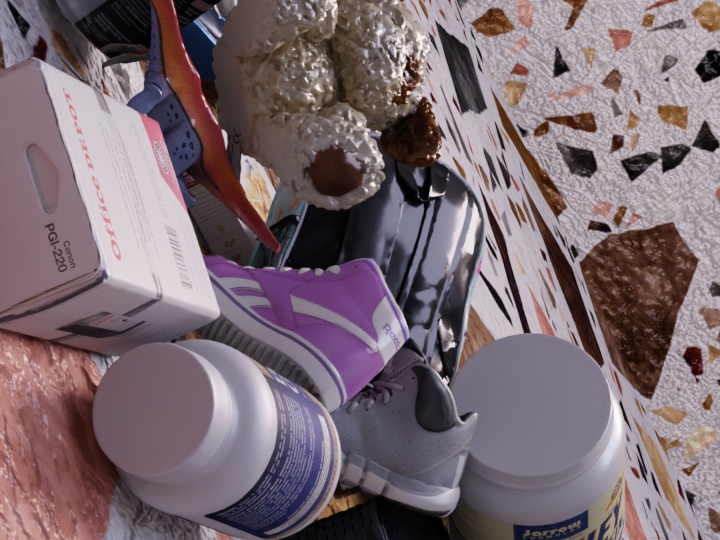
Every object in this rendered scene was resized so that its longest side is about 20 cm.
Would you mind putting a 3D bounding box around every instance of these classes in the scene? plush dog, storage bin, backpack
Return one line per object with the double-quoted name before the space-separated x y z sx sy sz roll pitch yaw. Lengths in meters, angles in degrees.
"plush dog" -0.022 -0.147 1.671 0.171 0.160 0.201 -14 93 -35
"storage bin" 0.016 0.252 1.703 0.200 0.093 0.136 27 43 -73
"backpack" 0.000 0.000 1.749 0.177 0.150 0.201 24 75 -23

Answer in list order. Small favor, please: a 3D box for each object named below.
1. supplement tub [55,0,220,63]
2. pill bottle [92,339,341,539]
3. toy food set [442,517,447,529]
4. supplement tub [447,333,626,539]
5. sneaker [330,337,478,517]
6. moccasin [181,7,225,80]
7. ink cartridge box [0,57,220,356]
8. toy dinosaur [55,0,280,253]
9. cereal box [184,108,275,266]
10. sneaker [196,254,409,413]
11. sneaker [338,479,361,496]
"supplement tub" -0.130 -0.253 1.652 0.123 0.200 0.123 51 13 -17
"pill bottle" -0.093 0.106 1.439 0.200 0.111 0.112 38 33 -67
"toy food set" 0.092 0.250 1.947 0.144 0.060 0.201 52 50 -51
"supplement tub" 0.134 0.152 1.748 0.200 0.144 0.146 80 -3 -56
"sneaker" -0.007 0.093 1.628 0.199 0.116 0.075 21 3 -12
"moccasin" -0.111 -0.178 1.909 0.200 0.080 0.068 58 27 -42
"ink cartridge box" -0.174 -0.033 1.397 0.200 0.084 0.146 30 40 -73
"toy dinosaur" -0.128 -0.129 1.596 0.105 0.199 0.182 -89 -164 -51
"cereal box" -0.089 -0.030 1.854 0.144 0.039 0.201 -82 148 -65
"sneaker" -0.047 0.023 1.611 0.200 0.114 0.073 33 -28 36
"sneaker" -0.009 0.136 1.850 0.073 0.072 0.200 64 7 21
